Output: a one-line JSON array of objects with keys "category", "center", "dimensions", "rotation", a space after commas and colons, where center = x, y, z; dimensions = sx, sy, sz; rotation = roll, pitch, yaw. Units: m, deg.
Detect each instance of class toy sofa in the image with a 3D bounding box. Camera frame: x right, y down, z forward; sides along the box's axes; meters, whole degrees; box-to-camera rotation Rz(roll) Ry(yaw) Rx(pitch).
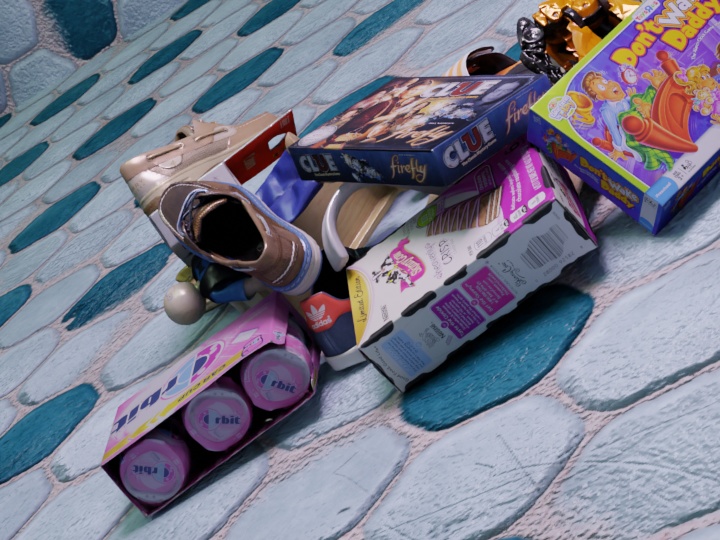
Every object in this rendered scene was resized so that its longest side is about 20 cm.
[{"category": "toy sofa", "center": [-0.047, -0.032, 1.700], "dimensions": [0.097, 0.083, 0.200], "rotation": [-2, 50, 55]}]

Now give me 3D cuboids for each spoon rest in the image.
[{"category": "spoon rest", "center": [0.046, -0.078, 1.540], "dimensions": [0.200, 0.061, 0.099], "rotation": [-33, -8, -17]}]

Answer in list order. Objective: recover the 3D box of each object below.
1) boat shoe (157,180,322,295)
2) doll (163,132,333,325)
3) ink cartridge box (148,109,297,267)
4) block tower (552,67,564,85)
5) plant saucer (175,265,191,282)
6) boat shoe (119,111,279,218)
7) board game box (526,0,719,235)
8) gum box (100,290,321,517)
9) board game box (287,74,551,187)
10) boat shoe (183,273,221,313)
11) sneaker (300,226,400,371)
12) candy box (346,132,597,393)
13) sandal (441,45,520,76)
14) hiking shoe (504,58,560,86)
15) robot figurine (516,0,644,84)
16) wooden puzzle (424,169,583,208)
[{"category": "boat shoe", "center": [-0.118, -0.042, 1.564], "dimensions": [0.200, 0.072, 0.073], "rotation": [23, 87, 43]}, {"category": "doll", "center": [-0.106, -0.030, 1.635], "dimensions": [0.200, 0.048, 0.137], "rotation": [-50, 35, 8]}, {"category": "ink cartridge box", "center": [-0.123, -0.078, 1.812], "dimensions": [0.173, 0.044, 0.200], "rotation": [-36, -4, -3]}, {"category": "block tower", "center": [0.238, -0.175, 1.618], "dimensions": [0.199, 0.058, 0.054], "rotation": [-26, -23, 24]}, {"category": "plant saucer", "center": [-0.076, -0.032, 1.864], "dimensions": [0.200, 0.049, 0.200], "rotation": [-42, 20, -18]}, {"category": "boat shoe", "center": [-0.155, -0.122, 1.803], "dimensions": [0.200, 0.065, 0.071], "rotation": [-34, -5, -44]}, {"category": "board game box", "center": [0.247, -0.140, 1.432], "dimensions": [0.200, 0.134, 0.045], "rotation": [-43, -22, -21]}, {"category": "gum box", "center": [-0.122, 0.109, 1.547], "dimensions": [0.200, 0.066, 0.114], "rotation": [-37, 17, 13]}, {"category": "board game box", "center": [0.049, -0.118, 1.498], "dimensions": [0.135, 0.035, 0.200], "rotation": [-35, 23, -30]}, {"category": "boat shoe", "center": [-0.111, -0.033, 1.752], "dimensions": [0.200, 0.063, 0.073], "rotation": [-40, 19, -13]}, {"category": "sneaker", "center": [0.000, 0.000, 1.594], "dimensions": [0.075, 0.085, 0.200], "rotation": [-26, 21, 27]}, {"category": "candy box", "center": [0.084, -0.010, 1.452], "dimensions": [0.200, 0.061, 0.137], "rotation": [-39, 25, 14]}, {"category": "sandal", "center": [0.140, -0.212, 1.903], "dimensions": [0.206, 0.059, 0.079], "rotation": [-23, 22, 34]}, {"category": "hiking shoe", "center": [0.116, -0.141, 1.748], "dimensions": [0.199, 0.076, 0.101], "rotation": [-30, 16, 14]}, {"category": "robot figurine", "center": [0.225, -0.184, 1.538], "dimensions": [0.145, 0.058, 0.200], "rotation": [-34, 50, -9]}, {"category": "wooden puzzle", "center": [0.127, -0.065, 1.573], "dimensions": [0.184, 0.037, 0.201], "rotation": [-21, 38, 37]}]
